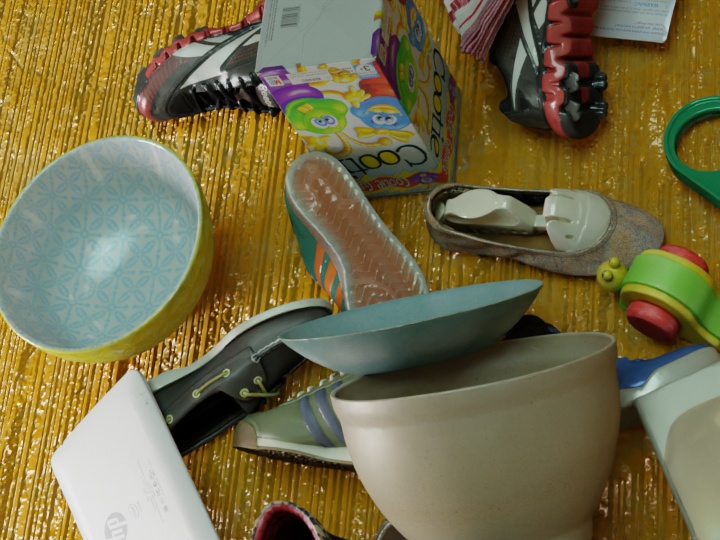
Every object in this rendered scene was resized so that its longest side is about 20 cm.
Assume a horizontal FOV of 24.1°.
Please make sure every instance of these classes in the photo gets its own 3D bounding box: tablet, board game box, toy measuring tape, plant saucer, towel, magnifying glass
[{"bbox_3d":[-0.179,0.195,1.344,0.130,0.014,0.201,-46,57,26],"label":"tablet"},{"bbox_3d":[0.003,-0.154,1.374,0.102,0.200,0.106,-4,62,20],"label":"board game box"},{"bbox_3d":[0.262,0.029,1.252,0.199,0.074,0.074,22,74,30],"label":"toy measuring tape"},{"bbox_3d":[0.040,0.045,1.236,0.199,0.201,0.039,-10,93,17],"label":"plant saucer"},{"bbox_3d":[0.108,-0.274,1.406,0.200,0.023,0.145,-103,35,-61],"label":"towel"},{"bbox_3d":[0.291,-0.058,1.299,0.079,0.022,0.201,-20,48,8],"label":"magnifying glass"}]

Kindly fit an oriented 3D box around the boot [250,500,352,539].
[{"bbox_3d":[-0.017,0.266,1.195,0.073,0.151,0.201,-19,59,12],"label":"boot"}]

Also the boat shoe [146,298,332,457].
[{"bbox_3d":[-0.101,0.093,1.370,0.200,0.072,0.061,-31,57,14],"label":"boat shoe"}]

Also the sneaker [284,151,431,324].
[{"bbox_3d":[0.000,0.000,1.383,0.071,0.080,0.201,-25,75,-12],"label":"sneaker"}]

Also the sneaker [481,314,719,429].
[{"bbox_3d":[0.163,0.071,1.266,0.199,0.077,0.112,-26,66,16],"label":"sneaker"}]

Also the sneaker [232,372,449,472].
[{"bbox_3d":[-0.005,0.108,1.308,0.199,0.067,0.091,2,75,33],"label":"sneaker"}]

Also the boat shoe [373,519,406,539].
[{"bbox_3d":[0.093,0.222,1.220,0.199,0.072,0.076,17,72,29],"label":"boat shoe"}]

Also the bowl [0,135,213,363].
[{"bbox_3d":[-0.202,-0.002,1.436,0.198,0.108,0.202,-10,61,18],"label":"bowl"}]

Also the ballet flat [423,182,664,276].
[{"bbox_3d":[0.139,-0.037,1.338,0.198,0.067,0.069,2,66,23],"label":"ballet flat"}]

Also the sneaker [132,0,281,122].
[{"bbox_3d":[-0.112,-0.176,1.510,0.199,0.071,0.098,-24,55,8],"label":"sneaker"}]

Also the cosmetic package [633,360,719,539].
[{"bbox_3d":[0.264,0.176,1.156,0.071,0.105,0.201,-25,59,8],"label":"cosmetic package"}]

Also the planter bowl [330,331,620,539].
[{"bbox_3d":[0.089,0.129,1.150,0.198,0.200,0.136,-11,93,17],"label":"planter bowl"}]

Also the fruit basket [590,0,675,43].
[{"bbox_3d":[0.201,-0.296,1.450,0.184,0.094,0.202,10,84,27],"label":"fruit basket"}]

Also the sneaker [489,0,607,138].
[{"bbox_3d":[0.150,-0.210,1.383,0.097,0.071,0.203,3,94,39],"label":"sneaker"}]
